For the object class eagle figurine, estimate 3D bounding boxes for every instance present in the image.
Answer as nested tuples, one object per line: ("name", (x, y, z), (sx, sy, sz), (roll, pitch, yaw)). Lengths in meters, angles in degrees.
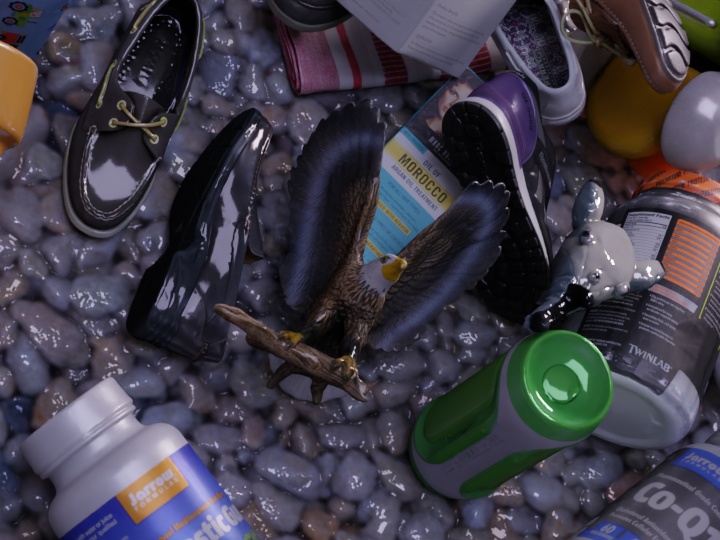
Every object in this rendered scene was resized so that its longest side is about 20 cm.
("eagle figurine", (0.005, -0.001, 1.637), (0.152, 0.150, 0.201), (57, 50, -41))

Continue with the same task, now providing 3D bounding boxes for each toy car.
("toy car", (0.274, -0.165, 1.829), (0.200, 0.175, 0.150), (-55, 141, 0))

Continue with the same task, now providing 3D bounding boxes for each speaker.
("speaker", (0.106, 0.108, 1.628), (0.088, 0.200, 0.089), (8, 68, -20))

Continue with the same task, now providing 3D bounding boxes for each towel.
("towel", (0.021, -0.219, 1.814), (0.199, 0.023, 0.145), (-9, 76, -26))

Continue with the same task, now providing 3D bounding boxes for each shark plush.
("shark plush", (0.160, 0.018, 1.628), (0.091, 0.083, 0.200), (47, 25, -12))

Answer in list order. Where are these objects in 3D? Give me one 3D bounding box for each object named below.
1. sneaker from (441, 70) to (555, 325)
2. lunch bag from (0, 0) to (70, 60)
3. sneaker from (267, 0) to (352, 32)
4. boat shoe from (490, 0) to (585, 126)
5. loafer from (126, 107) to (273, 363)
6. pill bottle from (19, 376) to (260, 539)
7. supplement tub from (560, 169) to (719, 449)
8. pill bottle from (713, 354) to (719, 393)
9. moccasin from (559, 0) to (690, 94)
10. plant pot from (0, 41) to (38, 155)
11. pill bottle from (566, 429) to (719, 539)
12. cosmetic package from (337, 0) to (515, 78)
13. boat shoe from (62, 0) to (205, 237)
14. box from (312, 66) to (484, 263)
("sneaker", (0.128, -0.057, 1.732), (0.088, 0.075, 0.201), (-39, 129, -42))
("lunch bag", (-0.316, -0.213, 1.592), (0.199, 0.151, 0.095), (-2, 72, -24))
("sneaker", (0.007, -0.272, 1.748), (0.075, 0.106, 0.200), (43, 58, 5))
("boat shoe", (0.124, -0.211, 1.789), (0.072, 0.069, 0.201), (-16, 69, -1))
("loafer", (-0.105, -0.025, 1.667), (0.072, 0.073, 0.201), (30, 72, -20))
("pill bottle", (-0.145, 0.177, 1.546), (0.112, 0.112, 0.200), (-36, 89, -29))
("supplement tub", (0.230, 0.028, 1.756), (0.122, 0.122, 0.201), (31, 62, -10))
("pill bottle", (0.385, 0.062, 1.753), (0.112, 0.199, 0.114), (4, 83, -42))
("moccasin", (0.194, -0.209, 1.757), (0.074, 0.078, 0.202), (29, 27, -53))
("plant pot", (-0.335, -0.070, 1.521), (0.199, 0.200, 0.184), (13, 82, -19))
("pill bottle", (0.249, 0.203, 1.705), (0.200, 0.114, 0.114), (-35, 87, -30))
("cosmetic package", (0.085, -0.257, 1.715), (0.081, 0.200, 0.113), (42, 12, 26))
("boat shoe", (-0.169, -0.122, 1.673), (0.071, 0.061, 0.202), (23, 64, -14))
("box", (0.044, -0.066, 1.752), (0.082, 0.049, 0.200), (44, 61, -3))
